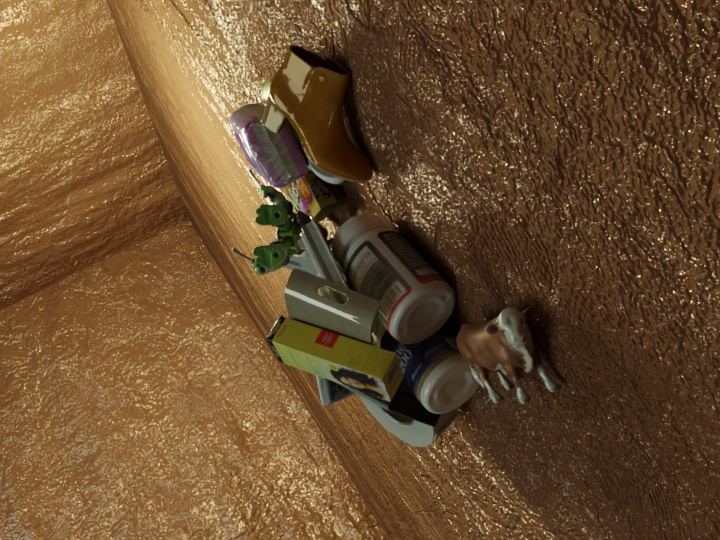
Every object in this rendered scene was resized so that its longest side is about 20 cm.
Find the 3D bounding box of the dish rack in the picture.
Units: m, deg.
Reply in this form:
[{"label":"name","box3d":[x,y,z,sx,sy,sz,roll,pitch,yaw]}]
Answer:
[{"label":"dish rack","box3d":[-0.046,0.021,1.249,0.172,0.043,0.200,61,178,32]}]

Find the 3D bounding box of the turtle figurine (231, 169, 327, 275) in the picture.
[{"label":"turtle figurine","box3d":[-0.166,-0.066,1.301,0.200,0.144,0.194,36,-175,0]}]

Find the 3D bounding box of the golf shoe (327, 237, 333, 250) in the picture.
[{"label":"golf shoe","box3d":[0.000,0.000,1.339,0.200,0.078,0.095,45,146,53]}]

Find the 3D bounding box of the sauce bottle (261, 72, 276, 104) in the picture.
[{"label":"sauce bottle","box3d":[-0.110,-0.300,1.232,0.065,0.065,0.200,66,163,-14]}]

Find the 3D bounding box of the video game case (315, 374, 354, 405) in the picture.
[{"label":"video game case","box3d":[-0.045,0.143,1.397,0.200,0.022,0.183,4,-106,-72]}]

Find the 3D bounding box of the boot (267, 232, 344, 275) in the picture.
[{"label":"boot","box3d":[-0.086,-0.043,1.449,0.200,0.096,0.074,17,149,33]}]

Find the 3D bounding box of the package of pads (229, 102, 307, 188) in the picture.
[{"label":"package of pads","box3d":[-0.161,-0.217,1.289,0.121,0.076,0.200,65,171,-22]}]

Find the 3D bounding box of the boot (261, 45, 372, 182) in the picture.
[{"label":"boot","box3d":[-0.043,-0.229,1.115,0.201,0.071,0.144,31,132,-6]}]

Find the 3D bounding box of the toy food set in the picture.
[{"label":"toy food set","box3d":[-0.034,0.079,1.160,0.143,0.061,0.200,22,150,16]}]

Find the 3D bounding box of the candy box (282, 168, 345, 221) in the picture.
[{"label":"candy box","box3d":[-0.098,-0.157,1.450,0.117,0.056,0.200,62,163,0]}]

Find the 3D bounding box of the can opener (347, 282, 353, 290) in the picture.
[{"label":"can opener","box3d":[-0.023,0.036,1.450,0.200,0.078,0.064,-112,10,-47]}]

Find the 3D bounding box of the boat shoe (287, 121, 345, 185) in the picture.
[{"label":"boat shoe","box3d":[-0.066,-0.192,1.271,0.200,0.070,0.066,48,167,42]}]

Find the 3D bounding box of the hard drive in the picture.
[{"label":"hard drive","box3d":[0.017,0.190,1.235,0.200,0.033,0.139,21,174,43]}]

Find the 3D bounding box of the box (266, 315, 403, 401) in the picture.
[{"label":"box","box3d":[-0.039,0.130,1.130,0.199,0.050,0.075,16,149,26]}]

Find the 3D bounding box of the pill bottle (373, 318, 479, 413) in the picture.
[{"label":"pill bottle","box3d":[0.094,0.124,1.206,0.200,0.111,0.111,47,159,44]}]

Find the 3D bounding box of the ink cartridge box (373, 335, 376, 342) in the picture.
[{"label":"ink cartridge box","box3d":[0.053,0.085,1.395,0.162,0.050,0.200,42,158,51]}]

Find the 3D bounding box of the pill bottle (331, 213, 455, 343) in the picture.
[{"label":"pill bottle","box3d":[0.045,0.007,1.162,0.200,0.114,0.114,50,161,38]}]

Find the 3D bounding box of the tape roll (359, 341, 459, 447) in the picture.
[{"label":"tape roll","box3d":[0.077,0.217,1.355,0.202,0.071,0.203,35,146,28]}]

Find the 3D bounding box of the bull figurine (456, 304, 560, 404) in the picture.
[{"label":"bull figurine","box3d":[0.185,0.105,0.963,0.122,0.065,0.200,65,165,0]}]
